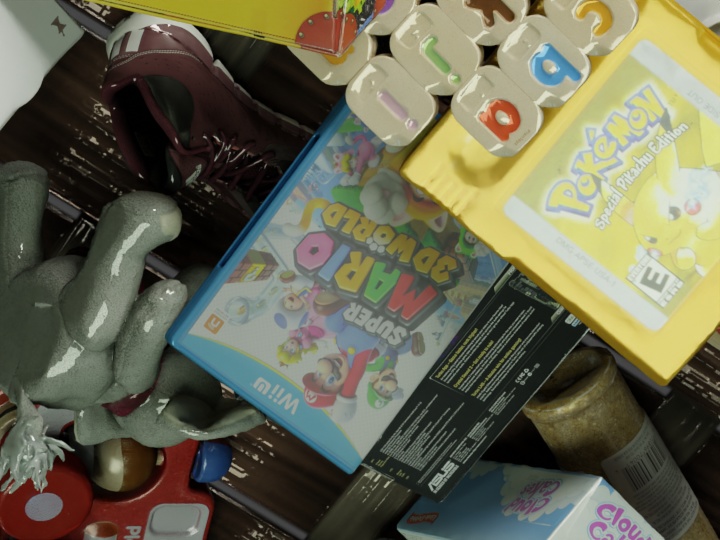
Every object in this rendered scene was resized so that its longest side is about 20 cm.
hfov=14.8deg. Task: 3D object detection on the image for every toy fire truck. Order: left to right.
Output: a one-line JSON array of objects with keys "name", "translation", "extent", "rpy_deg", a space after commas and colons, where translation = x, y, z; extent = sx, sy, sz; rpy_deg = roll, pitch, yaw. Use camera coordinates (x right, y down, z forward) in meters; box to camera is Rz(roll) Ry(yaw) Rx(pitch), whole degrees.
[{"name": "toy fire truck", "translation": [-0.175, 0.150, 1.834], "extent": [0.168, 0.112, 0.200], "rpy_deg": [2, 125, -22]}]

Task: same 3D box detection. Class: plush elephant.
[{"name": "plush elephant", "translation": [-0.138, 0.044, 1.680], "extent": [0.165, 0.200, 0.155], "rpy_deg": [4, 173, 44]}]

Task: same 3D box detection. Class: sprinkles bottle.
[{"name": "sprinkles bottle", "translation": [0.176, 0.143, 1.774], "extent": [0.068, 0.068, 0.200], "rpy_deg": [-22, 115, 22]}]

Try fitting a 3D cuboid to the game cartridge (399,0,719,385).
[{"name": "game cartridge", "translation": [0.152, -0.060, 1.577], "extent": [0.200, 0.032, 0.176], "rpy_deg": [38, 104, -5]}]

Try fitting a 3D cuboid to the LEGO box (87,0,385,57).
[{"name": "LEGO box", "translation": [-0.086, -0.215, 1.506], "extent": [0.200, 0.077, 0.149], "rpy_deg": [14, 122, 15]}]

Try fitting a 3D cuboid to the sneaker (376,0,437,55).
[{"name": "sneaker", "translation": [0.036, -0.201, 1.578], "extent": [0.114, 0.076, 0.199], "rpy_deg": [28, 128, -15]}]

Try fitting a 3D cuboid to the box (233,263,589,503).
[{"name": "box", "translation": [0.040, 0.034, 1.713], "extent": [0.160, 0.044, 0.200], "rpy_deg": [27, 117, -22]}]

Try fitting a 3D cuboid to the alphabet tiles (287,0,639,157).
[{"name": "alphabet tiles", "translation": [0.051, -0.168, 1.540], "extent": [0.196, 0.015, 0.200], "rpy_deg": [44, 112, 4]}]

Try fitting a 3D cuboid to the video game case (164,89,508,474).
[{"name": "video game case", "translation": [0.000, 0.000, 1.617], "extent": [0.143, 0.018, 0.200], "rpy_deg": [37, 88, -23]}]

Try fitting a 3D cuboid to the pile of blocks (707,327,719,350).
[{"name": "pile of blocks", "translation": [0.179, -0.018, 1.641], "extent": [0.082, 0.062, 0.200], "rpy_deg": [-25, 114, 23]}]

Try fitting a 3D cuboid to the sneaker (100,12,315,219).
[{"name": "sneaker", "translation": [-0.085, -0.059, 1.666], "extent": [0.200, 0.116, 0.076], "rpy_deg": [40, 120, -14]}]

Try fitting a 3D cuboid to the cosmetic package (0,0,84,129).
[{"name": "cosmetic package", "translation": [-0.263, -0.112, 1.620], "extent": [0.081, 0.113, 0.200], "rpy_deg": [47, 148, -19]}]

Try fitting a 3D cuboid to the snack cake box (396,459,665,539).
[{"name": "snack cake box", "translation": [0.119, 0.182, 1.740], "extent": [0.115, 0.067, 0.200], "rpy_deg": [47, 162, -18]}]

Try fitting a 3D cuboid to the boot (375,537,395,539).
[{"name": "boot", "translation": [0.082, 0.253, 1.796], "extent": [0.070, 0.200, 0.132], "rpy_deg": [-45, 127, -6]}]

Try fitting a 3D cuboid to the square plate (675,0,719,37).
[{"name": "square plate", "translation": [0.228, -0.073, 1.652], "extent": [0.200, 0.028, 0.198], "rpy_deg": [36, 122, -13]}]
